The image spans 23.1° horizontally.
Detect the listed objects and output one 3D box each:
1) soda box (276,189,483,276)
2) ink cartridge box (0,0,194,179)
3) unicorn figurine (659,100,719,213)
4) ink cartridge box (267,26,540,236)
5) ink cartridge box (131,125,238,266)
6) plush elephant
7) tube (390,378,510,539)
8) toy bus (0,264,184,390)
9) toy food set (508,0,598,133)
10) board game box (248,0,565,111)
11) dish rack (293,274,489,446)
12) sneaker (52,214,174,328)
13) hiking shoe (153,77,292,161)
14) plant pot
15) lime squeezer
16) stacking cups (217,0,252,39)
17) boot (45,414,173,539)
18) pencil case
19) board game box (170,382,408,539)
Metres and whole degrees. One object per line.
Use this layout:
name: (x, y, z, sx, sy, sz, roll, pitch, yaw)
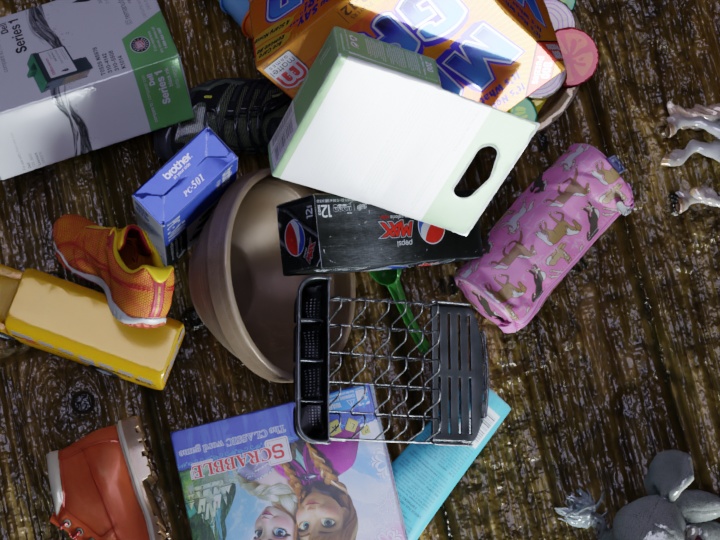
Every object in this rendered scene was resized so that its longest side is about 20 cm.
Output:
soda box: (0.020, -0.036, 1.645, 0.199, 0.063, 0.071, -4, 86, -38)
ink cartridge box: (-0.277, -0.188, 1.691, 0.199, 0.085, 0.146, -19, 47, -8)
unicorn figurine: (0.374, -0.086, 1.739, 0.136, 0.074, 0.201, -1, 72, -15)
ink cartridge box: (0.037, -0.120, 1.555, 0.199, 0.146, 0.048, 15, 39, -22)
ink cartridge box: (-0.163, -0.065, 1.641, 0.094, 0.200, 0.044, -44, 86, -11)
plush elephant: (0.280, 0.260, 1.621, 0.199, 0.155, 0.165, 33, 78, 3)
tube: (0.063, 0.193, 1.681, 0.077, 0.050, 0.200, 39, 84, 13)
toy bus: (-0.270, 0.051, 1.673, 0.199, 0.078, 0.065, 20, 78, 1)
toy food set: (0.136, -0.225, 1.770, 0.197, 0.049, 0.201, 31, 78, 3)
board game box: (0.036, -0.243, 1.611, 0.199, 0.200, 0.201, -35, 37, 22)
dish rack: (0.030, 0.090, 1.626, 0.199, 0.055, 0.155, 4, 77, -18)
sneaker: (-0.226, -0.016, 1.651, 0.073, 0.200, 0.078, 2, 112, -40)
hiking shoe: (-0.104, -0.149, 1.704, 0.199, 0.101, 0.076, -21, 113, -8)
plant pot: (-0.097, 0.009, 1.663, 0.092, 0.200, 0.202, -10, 76, 34)
lime squeezer: (0.000, 0.000, 1.690, 0.200, 0.038, 0.071, 38, 67, -32)
stacking cups: (-0.102, -0.263, 1.728, 0.060, 0.061, 0.200, -36, 64, -10)
boot: (-0.231, 0.246, 1.642, 0.107, 0.075, 0.201, -17, 71, -3)
pencil case: (0.180, -0.031, 1.716, 0.200, 0.086, 0.083, -47, 118, -11)
board game box: (-0.062, 0.226, 1.652, 0.199, 0.041, 0.201, -15, 79, 4)
